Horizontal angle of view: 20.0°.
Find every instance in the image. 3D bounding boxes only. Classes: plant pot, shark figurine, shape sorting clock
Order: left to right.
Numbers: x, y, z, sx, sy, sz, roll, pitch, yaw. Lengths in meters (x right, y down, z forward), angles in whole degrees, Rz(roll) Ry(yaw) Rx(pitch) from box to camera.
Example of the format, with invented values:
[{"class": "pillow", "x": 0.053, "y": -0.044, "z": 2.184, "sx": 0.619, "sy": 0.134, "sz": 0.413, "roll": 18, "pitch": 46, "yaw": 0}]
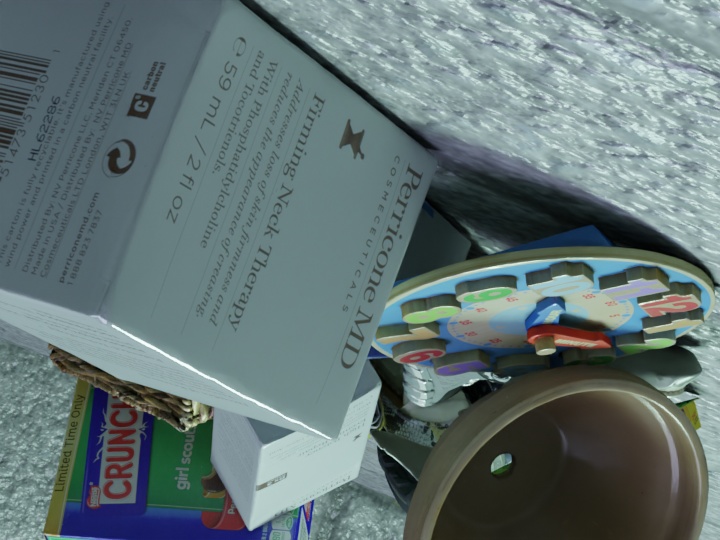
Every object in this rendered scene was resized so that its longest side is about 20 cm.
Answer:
[{"class": "shark figurine", "x": 0.112, "y": 0.072, "z": 1.361, "sx": 0.128, "sy": 0.213, "sz": 0.090, "roll": -91, "pitch": -23, "yaw": -76}, {"class": "plant pot", "x": 0.106, "y": 0.138, "z": 1.249, "sx": 0.200, "sy": 0.202, "sz": 0.093, "roll": 28, "pitch": -170, "yaw": -33}, {"class": "shape sorting clock", "x": 0.101, "y": 0.028, "z": 1.150, "sx": 0.198, "sy": 0.040, "sz": 0.200, "roll": -7, "pitch": 158, "yaw": -3}]

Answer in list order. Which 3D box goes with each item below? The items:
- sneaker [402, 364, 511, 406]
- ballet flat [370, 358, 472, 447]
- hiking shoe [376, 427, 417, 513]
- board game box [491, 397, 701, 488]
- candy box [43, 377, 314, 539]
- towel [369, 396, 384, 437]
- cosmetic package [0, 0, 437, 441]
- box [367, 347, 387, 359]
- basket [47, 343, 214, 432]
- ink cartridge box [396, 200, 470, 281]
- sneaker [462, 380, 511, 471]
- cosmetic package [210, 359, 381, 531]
[{"class": "sneaker", "x": 0.092, "y": 0.067, "z": 1.461, "sx": 0.115, "sy": 0.076, "sz": 0.200, "roll": 17, "pitch": 168, "yaw": 13}, {"class": "ballet flat", "x": 0.042, "y": 0.092, "z": 1.602, "sx": 0.072, "sy": 0.072, "sz": 0.200, "roll": 28, "pitch": -170, "yaw": -35}, {"class": "hiking shoe", "x": 0.054, "y": 0.148, "z": 1.677, "sx": 0.075, "sy": 0.201, "sz": 0.101, "roll": -16, "pitch": 124, "yaw": 4}, {"class": "board game box", "x": 0.162, "y": 0.126, "z": 1.416, "sx": 0.095, "sy": 0.030, "sz": 0.200, "roll": -17, "pitch": -178, "yaw": 32}, {"class": "candy box", "x": -0.137, "y": 0.158, "z": 1.626, "sx": 0.198, "sy": 0.170, "sz": 0.077, "roll": 2, "pitch": 146, "yaw": 7}, {"class": "towel", "x": -0.024, "y": 0.070, "z": 1.630, "sx": 0.200, "sy": 0.023, "sz": 0.144, "roll": 123, "pitch": 122, "yaw": -78}, {"class": "cosmetic package", "x": -0.098, "y": -0.034, "z": 1.042, "sx": 0.166, "sy": 0.168, "sz": 0.200, "roll": 13, "pitch": 168, "yaw": 37}, {"class": "box", "x": -0.065, "y": 0.027, "z": 1.342, "sx": 0.199, "sy": 0.033, "sz": 0.121, "roll": 0, "pitch": -161, "yaw": -27}, {"class": "basket", "x": -0.136, "y": 0.018, "z": 1.578, "sx": 0.148, "sy": 0.144, "sz": 0.199, "roll": -16, "pitch": -157, "yaw": -37}, {"class": "ink cartridge box", "x": -0.055, "y": -0.026, "z": 1.232, "sx": 0.199, "sy": 0.085, "sz": 0.144, "roll": 15, "pitch": 169, "yaw": 28}, {"class": "sneaker", "x": 0.123, "y": 0.104, "z": 1.642, "sx": 0.086, "sy": 0.078, "sz": 0.200, "roll": -15, "pitch": 156, "yaw": -9}, {"class": "cosmetic package", "x": -0.050, "y": 0.112, "z": 1.483, "sx": 0.074, "sy": 0.101, "sz": 0.200, "roll": 59, "pitch": 164, "yaw": 20}]
